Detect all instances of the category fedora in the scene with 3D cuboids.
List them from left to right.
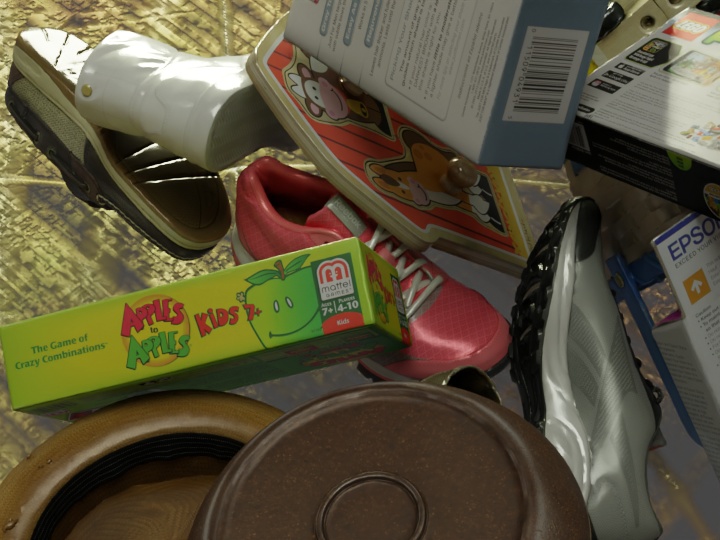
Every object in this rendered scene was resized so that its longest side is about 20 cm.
[{"bbox_3d":[-0.098,0.156,0.915,0.199,0.082,0.202,-3,52,4],"label":"fedora"}]

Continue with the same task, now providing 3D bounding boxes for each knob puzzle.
[{"bbox_3d":[0.020,-0.094,1.062,0.219,0.030,0.221,30,36,-24],"label":"knob puzzle"}]

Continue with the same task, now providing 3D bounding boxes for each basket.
[{"bbox_3d":[0.215,-0.021,1.010,0.176,0.139,0.201,-30,88,-18],"label":"basket"}]

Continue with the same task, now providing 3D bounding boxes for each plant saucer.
[{"bbox_3d":[0.008,0.125,0.837,0.199,0.035,0.201,-7,48,8],"label":"plant saucer"}]

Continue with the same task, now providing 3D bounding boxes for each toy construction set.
[{"bbox_3d":[0.164,-0.167,1.079,0.092,0.201,0.131,33,14,-8],"label":"toy construction set"}]

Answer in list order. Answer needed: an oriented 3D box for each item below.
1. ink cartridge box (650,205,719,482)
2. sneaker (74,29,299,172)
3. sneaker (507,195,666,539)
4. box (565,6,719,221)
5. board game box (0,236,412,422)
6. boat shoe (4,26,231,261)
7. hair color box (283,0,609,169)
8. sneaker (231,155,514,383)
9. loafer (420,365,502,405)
[{"bbox_3d":[0.248,0.020,0.939,0.196,0.201,0.043,-33,17,-21],"label":"ink cartridge box"},{"bbox_3d":[-0.094,-0.117,1.090,0.115,0.074,0.200,21,17,17],"label":"sneaker"},{"bbox_3d":[0.124,0.058,0.968,0.079,0.074,0.202,3,75,-10],"label":"sneaker"},{"bbox_3d":[0.196,-0.071,0.878,0.110,0.035,0.200,-34,35,-21],"label":"box"},{"bbox_3d":[-0.081,0.036,0.964,0.198,0.102,0.048,-14,79,10],"label":"board game box"},{"bbox_3d":[-0.153,-0.071,1.114,0.073,0.065,0.200,-12,52,-44],"label":"boat shoe"},{"bbox_3d":[0.040,-0.137,0.953,0.060,0.100,0.200,0,24,-35],"label":"hair color box"},{"bbox_3d":[0.000,0.000,1.030,0.199,0.087,0.074,29,59,25],"label":"sneaker"},{"bbox_3d":[0.042,0.115,0.907,0.076,0.068,0.201,26,29,-21],"label":"loafer"}]
